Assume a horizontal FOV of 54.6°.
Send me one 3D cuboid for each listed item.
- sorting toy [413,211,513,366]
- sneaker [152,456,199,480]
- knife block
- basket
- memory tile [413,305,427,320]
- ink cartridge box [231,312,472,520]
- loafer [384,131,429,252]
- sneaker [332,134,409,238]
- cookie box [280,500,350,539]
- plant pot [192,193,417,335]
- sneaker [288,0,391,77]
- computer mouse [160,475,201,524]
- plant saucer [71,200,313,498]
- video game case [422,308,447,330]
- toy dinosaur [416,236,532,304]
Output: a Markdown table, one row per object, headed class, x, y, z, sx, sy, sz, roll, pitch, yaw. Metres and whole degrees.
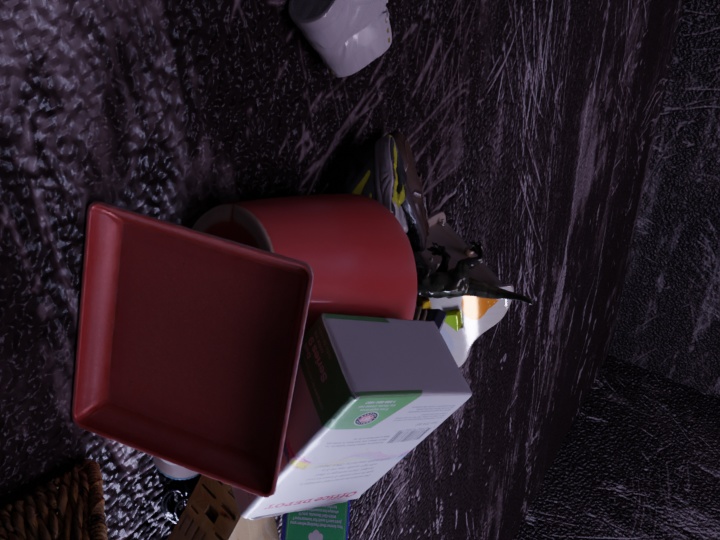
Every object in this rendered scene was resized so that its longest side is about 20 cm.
| class | x | y | z | sx | sy | sz | roll | pitch | yaw |
| --- | --- | --- | --- | --- | --- | --- | --- | --- | --- |
| sorting toy | 0.126 | 0.046 | 1.058 | 0.105 | 0.201 | 0.183 | -15 | 130 | -19 |
| sneaker | -0.132 | 0.138 | 0.744 | 0.199 | 0.076 | 0.082 | -32 | 142 | -48 |
| knife block | -0.126 | 0.280 | 0.767 | 0.203 | 0.063 | 0.175 | -62 | 154 | 10 |
| basket | -0.243 | 0.292 | 0.581 | 0.148 | 0.141 | 0.204 | -21 | 126 | -53 |
| memory tile | 0.031 | 0.149 | 0.799 | 0.154 | 0.016 | 0.203 | -68 | 178 | -55 |
| ink cartridge box | -0.019 | 0.136 | 0.640 | 0.143 | 0.088 | 0.201 | 6 | 134 | -41 |
| loafer | 0.062 | -0.102 | 0.934 | 0.072 | 0.072 | 0.202 | -55 | 149 | -25 |
| sneaker | 0.008 | -0.058 | 0.800 | 0.075 | 0.083 | 0.204 | 49 | 39 | -53 |
| cookie box | -0.053 | 0.286 | 0.800 | 0.172 | 0.073 | 0.204 | 104 | -9 | -65 |
| plant pot | -0.068 | 0.017 | 0.680 | 0.176 | 0.198 | 0.205 | 4 | 106 | -52 |
| sneaker | 0.010 | -0.300 | 0.723 | 0.202 | 0.073 | 0.116 | -55 | 151 | -7 |
| computer mouse | -0.140 | 0.245 | 0.828 | 0.200 | 0.052 | 0.141 | -44 | 142 | -39 |
| plant saucer | -0.138 | 0.061 | 0.574 | 0.037 | 0.195 | 0.204 | -41 | 144 | -68 |
| video game case | 0.058 | 0.124 | 1.010 | 0.145 | 0.019 | 0.200 | -65 | -171 | -8 |
| toy dinosaur | 0.129 | 0.003 | 0.935 | 0.048 | 0.195 | 0.090 | 93 | 2 | -58 |
